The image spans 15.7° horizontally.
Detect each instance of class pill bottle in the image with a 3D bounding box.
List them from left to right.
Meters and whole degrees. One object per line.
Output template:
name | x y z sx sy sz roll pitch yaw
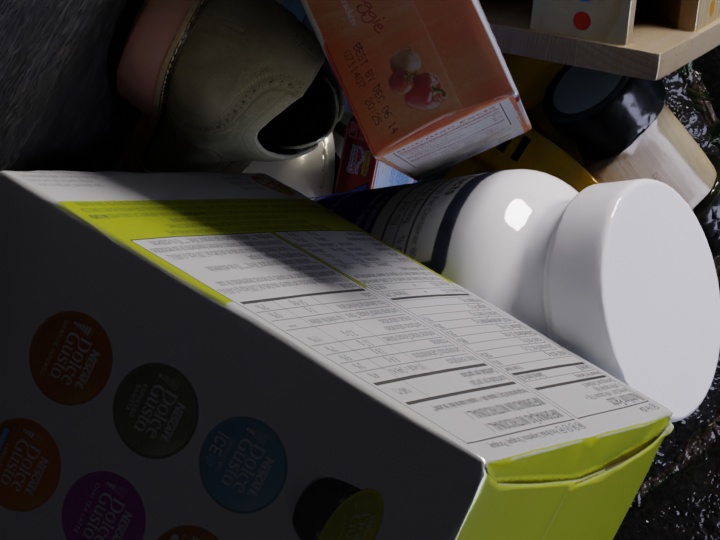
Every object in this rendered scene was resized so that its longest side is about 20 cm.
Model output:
pill bottle | 0.036 0.021 1.050 0.116 0.200 0.116 11 76 -52

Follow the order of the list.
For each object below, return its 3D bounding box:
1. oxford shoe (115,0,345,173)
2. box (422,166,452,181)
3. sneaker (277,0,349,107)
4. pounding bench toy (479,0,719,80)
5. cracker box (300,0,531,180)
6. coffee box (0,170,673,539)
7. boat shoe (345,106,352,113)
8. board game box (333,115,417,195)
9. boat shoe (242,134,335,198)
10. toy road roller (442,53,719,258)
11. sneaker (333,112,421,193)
oxford shoe | -0.046 -0.060 0.997 0.071 0.074 0.200 -62 175 -6
box | 0.018 0.019 1.492 0.200 0.182 0.104 -60 176 -21
sneaker | 0.035 -0.154 1.110 0.078 0.090 0.200 0 121 -49
pounding bench toy | 0.129 -0.198 1.295 0.200 0.124 0.156 -30 130 -61
cracker box | 0.010 -0.107 0.969 0.058 0.134 0.200 -24 177 4
coffee box | -0.041 0.096 0.908 0.200 0.198 0.200 -64 160 12
boat shoe | 0.018 -0.155 1.208 0.200 0.066 0.072 -65 174 31
board game box | 0.000 0.000 1.223 0.103 0.019 0.200 -54 159 -58
boat shoe | -0.069 0.009 1.150 0.060 0.072 0.200 -47 -159 62
toy road roller | 0.090 -0.048 1.364 0.146 0.123 0.200 -44 -148 -3
sneaker | 0.000 0.008 1.360 0.080 0.074 0.200 -38 117 -60
